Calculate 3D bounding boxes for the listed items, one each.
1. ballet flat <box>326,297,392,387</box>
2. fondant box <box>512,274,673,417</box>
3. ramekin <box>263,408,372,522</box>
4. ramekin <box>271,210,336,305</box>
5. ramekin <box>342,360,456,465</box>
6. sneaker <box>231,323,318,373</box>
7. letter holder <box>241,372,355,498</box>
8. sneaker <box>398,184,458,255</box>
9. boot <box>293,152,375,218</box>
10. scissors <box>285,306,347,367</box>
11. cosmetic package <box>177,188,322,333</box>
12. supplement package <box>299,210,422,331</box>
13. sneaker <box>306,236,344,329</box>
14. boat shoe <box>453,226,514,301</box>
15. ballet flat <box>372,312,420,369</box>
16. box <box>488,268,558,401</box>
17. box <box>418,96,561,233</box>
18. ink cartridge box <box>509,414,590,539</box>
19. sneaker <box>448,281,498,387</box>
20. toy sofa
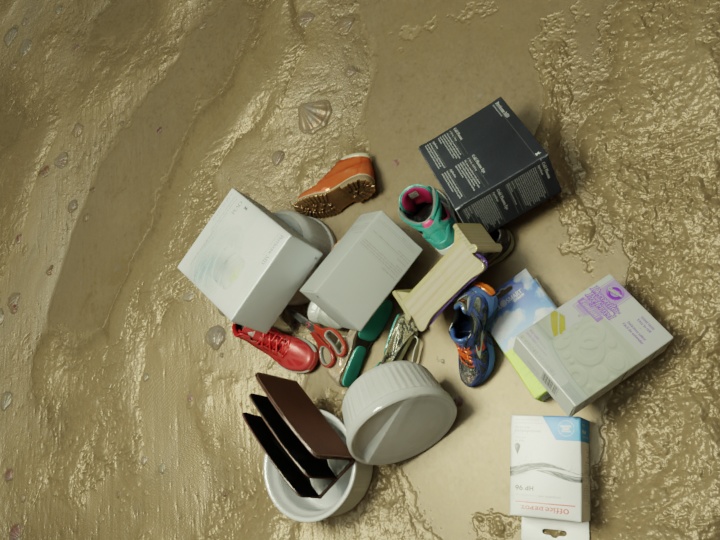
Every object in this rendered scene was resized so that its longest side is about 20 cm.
[{"bbox_3d":[-0.010,0.130,1.368,0.067,0.068,0.200,27,86,42],"label":"ballet flat"},{"bbox_3d":[0.368,0.117,1.114,0.200,0.058,0.144,-31,61,-12],"label":"fondant box"},{"bbox_3d":[-0.074,0.366,1.304,0.200,0.098,0.201,-10,68,27],"label":"ramekin"},{"bbox_3d":[-0.158,-0.034,1.482,0.200,0.105,0.201,-10,68,26],"label":"ramekin"},{"bbox_3d":[0.059,0.244,1.217,0.202,0.202,0.094,-39,47,13],"label":"ramekin"},{"bbox_3d":[-0.189,0.151,1.430,0.200,0.115,0.079,16,83,34],"label":"sneaker"},{"bbox_3d":[-0.128,0.288,1.218,0.101,0.142,0.200,-48,57,7],"label":"letter holder"},{"bbox_3d":[0.118,-0.124,1.316,0.084,0.121,0.200,-37,36,13],"label":"sneaker"},{"bbox_3d":[-0.056,-0.185,1.505,0.200,0.075,0.107,-20,50,25],"label":"boot"},{"bbox_3d":[-0.093,0.110,1.392,0.073,0.014,0.200,-55,53,23],"label":"scissors"},{"bbox_3d":[-0.220,-0.019,1.379,0.200,0.123,0.200,37,94,32],"label":"cosmetic package"},{"bbox_3d":[0.000,0.000,1.324,0.200,0.117,0.117,-51,16,-13],"label":"supplement package"},{"bbox_3d":[-0.029,0.028,1.416,0.092,0.076,0.200,22,93,26],"label":"sneaker"},{"bbox_3d":[0.194,-0.016,1.295,0.200,0.073,0.075,-44,58,10],"label":"boat shoe"},{"bbox_3d":[0.062,0.178,1.315,0.075,0.068,0.200,28,86,18],"label":"ballet flat"},{"bbox_3d":[0.301,0.111,1.207,0.122,0.048,0.200,-38,59,13],"label":"box"},{"bbox_3d":[0.234,-0.187,1.274,0.182,0.104,0.200,-31,46,10],"label":"box"},{"bbox_3d":[0.305,0.337,1.117,0.116,0.068,0.200,-5,72,28],"label":"ink cartridge box"},{"bbox_3d":[0.186,0.118,1.210,0.075,0.078,0.200,23,126,46],"label":"sneaker"},{"bbox_3d":[0.158,0.016,1.222,0.200,0.083,0.098,-50,60,32],"label":"toy sofa"}]
